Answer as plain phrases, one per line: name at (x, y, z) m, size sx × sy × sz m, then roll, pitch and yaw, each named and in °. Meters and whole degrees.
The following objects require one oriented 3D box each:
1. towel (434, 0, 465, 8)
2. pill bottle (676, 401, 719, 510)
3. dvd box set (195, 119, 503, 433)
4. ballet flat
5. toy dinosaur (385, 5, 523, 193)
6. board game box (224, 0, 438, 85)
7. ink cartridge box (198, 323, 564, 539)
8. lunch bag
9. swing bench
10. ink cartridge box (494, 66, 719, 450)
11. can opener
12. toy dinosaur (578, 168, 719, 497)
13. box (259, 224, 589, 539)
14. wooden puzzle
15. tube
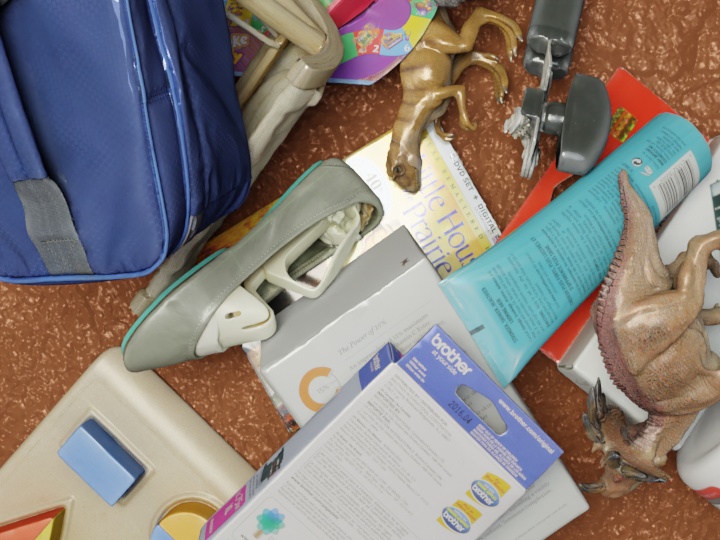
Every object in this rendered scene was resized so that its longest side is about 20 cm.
towel at (0.062, -0.286, 0.749) m, size 0.164 × 0.086 × 0.201 m, roll -33°, pitch 76°, yaw -14°
pill bottle at (0.320, 0.148, 0.770) m, size 0.199 × 0.116 × 0.117 m, roll 36°, pitch 92°, yaw 0°
dvd box set at (0.000, 0.000, 0.817) m, size 0.198 × 0.029 × 0.148 m, roll -30°, pitch 90°, yaw 2°
ballet flat at (-0.062, 0.006, 0.741) m, size 0.064 × 0.068 × 0.200 m, roll 40°, pitch 68°, yaw 18°
toy dinosaur at (0.050, -0.156, 0.782) m, size 0.104 × 0.060 × 0.204 m, roll 3°, pitch 74°, yaw -8°
board game box at (-0.041, -0.210, 0.778) m, size 0.196 × 0.039 × 0.161 m, roll 7°, pitch 80°, yaw 17°
ink cartridge box at (0.011, 0.133, 0.697) m, size 0.119 × 0.042 × 0.200 m, roll 43°, pitch 101°, yaw -14°
lunch bag at (-0.147, -0.098, 0.609) m, size 0.133 × 0.132 × 0.203 m, roll -5°, pitch 109°, yaw 17°
swing bench at (-0.134, -0.120, 0.741) m, size 0.199 × 0.130 × 0.199 m, roll 40°, pitch 115°, yaw -1°
ink cartridge box at (0.195, -0.013, 0.788) m, size 0.173 × 0.044 × 0.201 m, roll 37°, pitch 83°, yaw -5°
can opener at (0.136, -0.149, 0.769) m, size 0.065 × 0.053 × 0.203 m, roll 10°, pitch 68°, yaw 4°
toy dinosaur at (0.172, 0.050, 0.699) m, size 0.134 × 0.086 × 0.203 m, roll -25°, pitch 106°, yaw -2°
box at (0.039, 0.094, 0.761) m, size 0.123 × 0.098 × 0.201 m, roll -34°, pitch 105°, yaw 3°
wooden puzzle at (-0.173, 0.187, 0.816) m, size 0.185 × 0.046 × 0.200 m, roll 43°, pitch 91°, yaw 0°
tube at (0.139, -0.021, 0.727) m, size 0.199 × 0.050 × 0.078 m, roll -40°, pitch 100°, yaw -19°
